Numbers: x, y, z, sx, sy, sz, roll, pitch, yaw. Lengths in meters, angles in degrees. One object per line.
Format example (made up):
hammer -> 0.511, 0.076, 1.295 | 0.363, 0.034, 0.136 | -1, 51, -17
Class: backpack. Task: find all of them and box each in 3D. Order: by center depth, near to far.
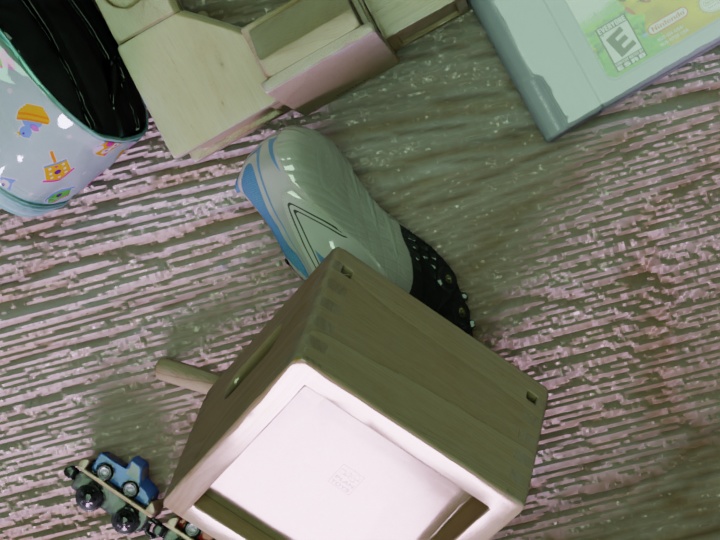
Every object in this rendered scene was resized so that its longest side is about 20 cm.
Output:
backpack -> -0.229, -0.125, 1.241 | 0.200, 0.176, 0.153 | 45, 102, -2

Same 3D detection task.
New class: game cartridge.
game cartridge -> 0.168, -0.184, 1.249 | 0.199, 0.040, 0.134 | -30, 83, 8

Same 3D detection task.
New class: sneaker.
sneaker -> 0.000, 0.000, 1.269 | 0.201, 0.072, 0.072 | 52, 139, -3

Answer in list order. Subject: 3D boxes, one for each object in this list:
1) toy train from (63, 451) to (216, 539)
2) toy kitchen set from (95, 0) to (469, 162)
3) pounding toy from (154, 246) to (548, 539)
toy train -> -0.099, 0.170, 1.296 | 0.199, 0.034, 0.046 | 31, 92, 7
toy kitchen set -> -0.064, -0.188, 1.213 | 0.199, 0.163, 0.182 | -28, 88, 5
pounding toy -> -0.021, 0.095, 1.219 | 0.183, 0.143, 0.200 | 34, 129, -12
